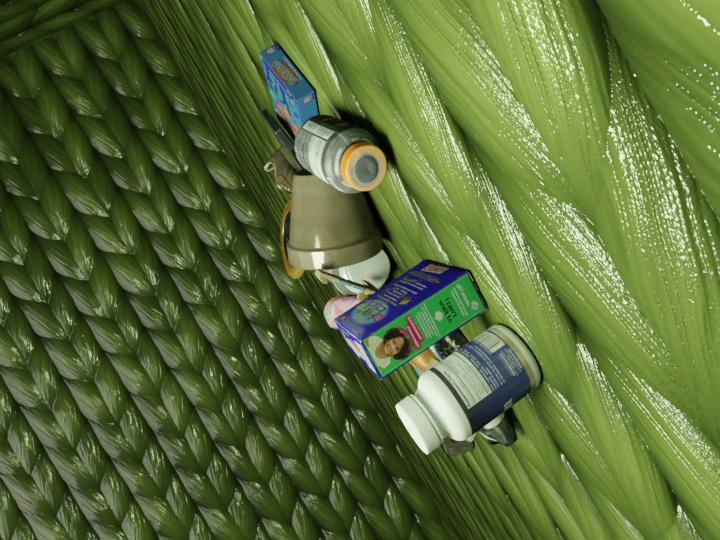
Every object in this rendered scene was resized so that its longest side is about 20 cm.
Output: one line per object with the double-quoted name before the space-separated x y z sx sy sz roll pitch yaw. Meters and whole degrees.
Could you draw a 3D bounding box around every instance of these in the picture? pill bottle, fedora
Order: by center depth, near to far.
"pill bottle" 0.155 0.178 0.797 0.112 0.199 0.111 55 168 17
"pill bottle" -0.031 -0.191 0.897 0.200 0.106 0.107 42 160 55
"pill bottle" 0.000 0.000 1.227 0.115 0.113 0.200 59 169 -2
"fedora" -0.132 -0.077 1.279 0.200 0.081 0.203 178 90 -67

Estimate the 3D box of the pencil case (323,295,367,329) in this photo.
"pencil case" -0.014 0.102 1.242 0.088 0.087 0.199 61 157 -13

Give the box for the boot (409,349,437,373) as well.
"boot" 0.119 0.127 1.154 0.201 0.073 0.155 53 163 16

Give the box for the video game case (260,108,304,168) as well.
"video game case" -0.146 -0.270 1.239 0.200 0.019 0.143 47 -174 -39

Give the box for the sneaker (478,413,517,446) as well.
"sneaker" 0.244 0.295 1.049 0.091 0.066 0.200 51 171 -2

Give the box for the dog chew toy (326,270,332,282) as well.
"dog chew toy" -0.054 -0.024 1.405 0.201 0.124 0.124 55 171 -26

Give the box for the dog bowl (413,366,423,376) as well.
"dog bowl" 0.172 0.257 1.275 0.201 0.049 0.111 60 172 -25

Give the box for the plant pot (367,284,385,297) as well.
"plant pot" 0.051 0.156 1.351 0.201 0.134 0.200 55 167 19

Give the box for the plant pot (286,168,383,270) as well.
"plant pot" -0.063 -0.116 1.079 0.200 0.198 0.176 -145 42 -63

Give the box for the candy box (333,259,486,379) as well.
"candy box" 0.074 0.070 0.875 0.078 0.199 0.169 60 170 -14

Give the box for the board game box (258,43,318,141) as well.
"board game box" -0.138 -0.341 1.125 0.153 0.045 0.200 54 169 22

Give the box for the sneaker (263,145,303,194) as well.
"sneaker" -0.148 -0.195 1.216 0.201 0.075 0.070 54 -175 32

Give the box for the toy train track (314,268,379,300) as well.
"toy train track" -0.005 0.043 1.046 0.199 0.033 0.115 21 -170 -33

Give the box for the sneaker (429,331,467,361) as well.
"sneaker" 0.130 0.106 1.045 0.201 0.077 0.085 57 173 13

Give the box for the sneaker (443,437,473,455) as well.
"sneaker" 0.230 0.398 1.396 0.200 0.074 0.107 53 -163 -42

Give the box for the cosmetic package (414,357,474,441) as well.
"cosmetic package" 0.174 0.243 1.047 0.073 0.104 0.200 26 176 -6
